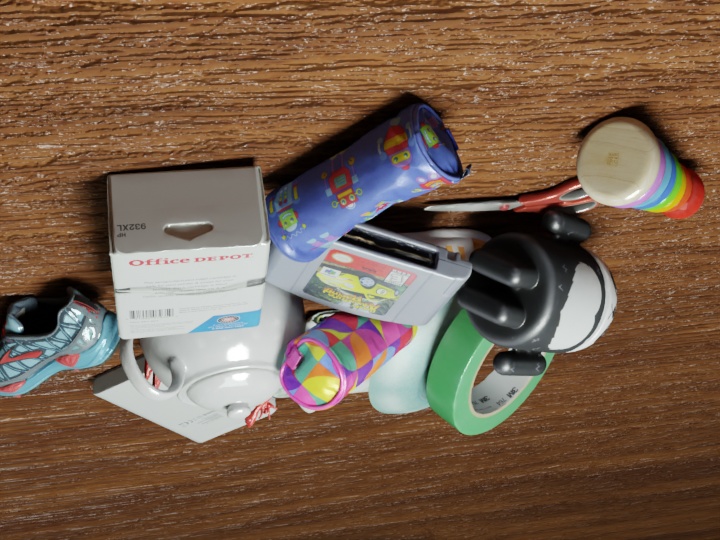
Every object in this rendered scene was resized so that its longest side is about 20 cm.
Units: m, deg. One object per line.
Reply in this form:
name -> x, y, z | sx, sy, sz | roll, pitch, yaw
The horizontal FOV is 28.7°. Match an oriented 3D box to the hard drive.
hard drive -> -0.215, 0.155, 1.739 | 0.131, 0.027, 0.200 | -24, 145, 25

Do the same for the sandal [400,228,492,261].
sandal -> 0.052, -0.003, 1.508 | 0.204, 0.060, 0.079 | -1, 154, -26

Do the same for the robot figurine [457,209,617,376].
robot figurine -> 0.192, 0.026, 1.507 | 0.150, 0.126, 0.199 | -38, 151, 31

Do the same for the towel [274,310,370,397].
towel -> -0.011, 0.103, 1.740 | 0.169, 0.049, 0.200 | 0, 154, -20

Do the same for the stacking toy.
stacking toy -> 0.292, -0.092, 1.415 | 0.085, 0.086, 0.199 | -24, 160, 26

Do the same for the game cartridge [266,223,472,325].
game cartridge -> 0.000, 0.000, 1.442 | 0.198, 0.041, 0.133 | 16, 154, -12

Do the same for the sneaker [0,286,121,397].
sneaker -> -0.345, 0.064, 1.476 | 0.198, 0.080, 0.096 | -21, 131, 25

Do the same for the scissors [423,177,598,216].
scissors -> 0.161, -0.065, 1.476 | 0.197, 0.014, 0.073 | -11, 159, -7

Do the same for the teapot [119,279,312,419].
teapot -> -0.146, 0.087, 1.507 | 0.197, 0.148, 0.198 | -10, 157, -3

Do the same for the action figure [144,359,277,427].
action figure -> -0.152, 0.144, 1.644 | 0.197, 0.100, 0.065 | -1, -162, -22

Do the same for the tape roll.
tape roll -> 0.162, 0.098, 1.667 | 0.199, 0.048, 0.202 | -33, 142, -30

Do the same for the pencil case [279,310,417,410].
pencil case -> -0.012, 0.080, 1.519 | 0.088, 0.089, 0.200 | -26, -175, 29

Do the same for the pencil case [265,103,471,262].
pencil case -> 0.004, -0.079, 1.289 | 0.199, 0.079, 0.087 | -28, 171, 31

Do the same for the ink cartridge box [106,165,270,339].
ink cartridge box -> -0.165, -0.014, 1.339 | 0.143, 0.085, 0.200 | -4, 156, -9

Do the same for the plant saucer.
plant saucer -> 0.098, 0.104, 1.680 | 0.200, 0.039, 0.202 | -31, 145, -25
